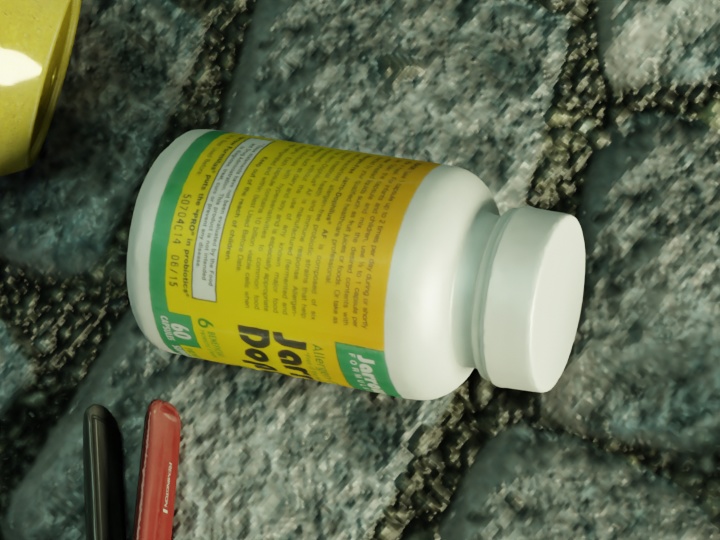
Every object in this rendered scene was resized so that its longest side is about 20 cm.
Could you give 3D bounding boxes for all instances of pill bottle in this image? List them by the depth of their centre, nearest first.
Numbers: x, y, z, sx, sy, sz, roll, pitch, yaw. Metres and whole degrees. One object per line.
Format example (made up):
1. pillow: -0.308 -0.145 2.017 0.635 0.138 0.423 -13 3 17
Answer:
1. pill bottle: 0.000 0.000 1.043 0.200 0.113 0.113 10 78 20

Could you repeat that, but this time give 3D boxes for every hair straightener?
1. hair straightener: -0.132 0.164 1.086 0.077 0.041 0.200 -3 78 18

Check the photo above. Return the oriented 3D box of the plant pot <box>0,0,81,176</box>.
1. plant pot: -0.224 -0.120 1.130 0.142 0.200 0.200 16 79 -4
